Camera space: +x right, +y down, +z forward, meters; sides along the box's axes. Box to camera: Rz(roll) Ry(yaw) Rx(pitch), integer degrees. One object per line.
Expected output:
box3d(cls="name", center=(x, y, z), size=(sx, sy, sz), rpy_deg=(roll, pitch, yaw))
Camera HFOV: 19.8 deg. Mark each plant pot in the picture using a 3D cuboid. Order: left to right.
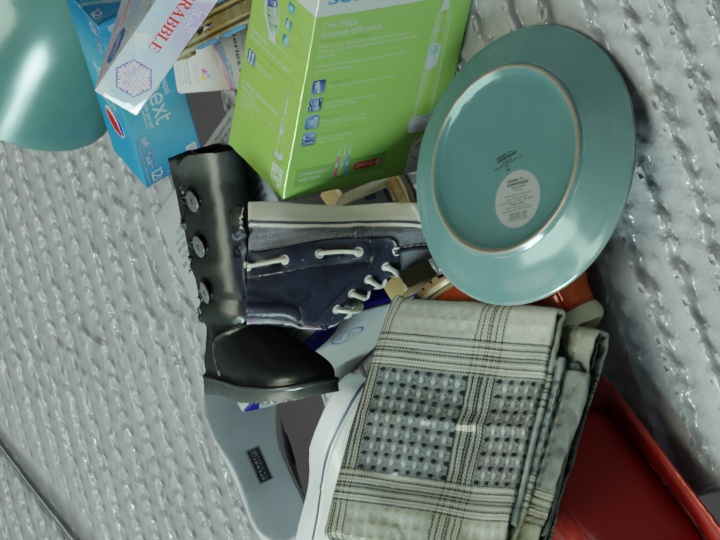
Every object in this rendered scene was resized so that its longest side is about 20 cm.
box3d(cls="plant pot", center=(-0.290, -0.237, 1.903), size=(0.201, 0.200, 0.161), rpy_deg=(55, 130, 28))

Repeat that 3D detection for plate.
box3d(cls="plate", center=(0.107, -0.076, 1.445), size=(0.200, 0.026, 0.201), rpy_deg=(-13, 72, 42))

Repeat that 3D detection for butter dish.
box3d(cls="butter dish", center=(0.141, 0.205, 1.460), size=(0.200, 0.147, 0.200), rpy_deg=(54, 141, 29))

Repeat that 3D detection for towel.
box3d(cls="towel", center=(0.069, 0.114, 1.449), size=(0.199, 0.034, 0.193), rpy_deg=(6, 73, 42))

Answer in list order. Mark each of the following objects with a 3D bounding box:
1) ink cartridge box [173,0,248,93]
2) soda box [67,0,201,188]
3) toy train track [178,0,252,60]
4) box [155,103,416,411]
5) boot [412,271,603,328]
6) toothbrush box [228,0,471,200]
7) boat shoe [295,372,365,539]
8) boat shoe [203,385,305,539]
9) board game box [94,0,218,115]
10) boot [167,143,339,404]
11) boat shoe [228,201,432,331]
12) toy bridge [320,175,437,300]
box3d(cls="ink cartridge box", center=(-0.086, -0.211, 1.711), size=(0.200, 0.067, 0.118), rpy_deg=(2, 103, 56))
box3d(cls="soda box", center=(-0.200, -0.174, 1.839), size=(0.068, 0.064, 0.201), rpy_deg=(47, 158, 38))
box3d(cls="toy train track", center=(-0.086, -0.205, 1.629), size=(0.200, 0.032, 0.115), rpy_deg=(-18, 80, 47))
box3d(cls="box", center=(-0.060, -0.017, 1.714), size=(0.184, 0.105, 0.201), rpy_deg=(-47, 62, 51))
box3d(cls="boot", center=(0.104, 0.037, 1.524), size=(0.108, 0.075, 0.200), rpy_deg=(61, 143, 13))
box3d(cls="toothbrush box", center=(-0.005, -0.167, 1.538), size=(0.086, 0.145, 0.201), rpy_deg=(46, 138, 38))
box3d(cls="boat shoe", center=(-0.005, 0.180, 1.754), size=(0.070, 0.071, 0.201), rpy_deg=(23, 120, 19))
box3d(cls="boat shoe", center=(-0.090, 0.169, 1.870), size=(0.066, 0.070, 0.201), rpy_deg=(82, 165, -62))
box3d(cls="board game box", center=(-0.126, -0.243, 1.596), size=(0.200, 0.041, 0.200), rpy_deg=(-51, 17, 24))
box3d(cls="boot", center=(-0.086, -0.001, 1.616), size=(0.164, 0.065, 0.201), rpy_deg=(0, 97, 53))
box3d(cls="boat shoe", center=(0.000, 0.000, 1.550), size=(0.075, 0.199, 0.093), rpy_deg=(89, -178, -80))
box3d(cls="toy bridge", center=(0.000, -0.070, 1.635), size=(0.200, 0.067, 0.027), rpy_deg=(55, 143, 15))
